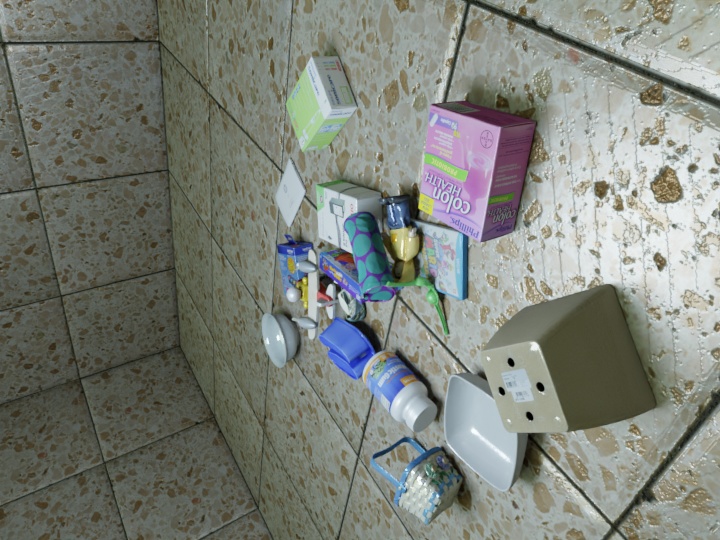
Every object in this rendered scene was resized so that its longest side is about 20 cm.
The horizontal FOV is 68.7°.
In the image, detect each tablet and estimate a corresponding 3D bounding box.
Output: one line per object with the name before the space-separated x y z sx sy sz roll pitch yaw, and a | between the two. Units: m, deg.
tablet | -0.232 -0.250 1.716 0.133 0.013 0.201 63 146 19

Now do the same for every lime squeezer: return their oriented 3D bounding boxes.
lime squeezer | 0.145 0.060 1.169 0.199 0.072 0.037 40 146 -23

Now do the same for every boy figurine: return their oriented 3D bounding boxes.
boy figurine | 0.086 -0.067 1.204 0.123 0.063 0.208 8 107 53

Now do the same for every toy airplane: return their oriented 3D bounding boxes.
toy airplane | -0.145 0.073 1.538 0.201 0.136 0.206 120 142 -54

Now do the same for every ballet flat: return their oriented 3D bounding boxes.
ballet flat | -0.038 0.044 1.477 0.074 0.072 0.206 -23 84 58

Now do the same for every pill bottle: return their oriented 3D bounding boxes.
pill bottle | 0.100 0.304 1.323 0.199 0.109 0.115 41 135 42

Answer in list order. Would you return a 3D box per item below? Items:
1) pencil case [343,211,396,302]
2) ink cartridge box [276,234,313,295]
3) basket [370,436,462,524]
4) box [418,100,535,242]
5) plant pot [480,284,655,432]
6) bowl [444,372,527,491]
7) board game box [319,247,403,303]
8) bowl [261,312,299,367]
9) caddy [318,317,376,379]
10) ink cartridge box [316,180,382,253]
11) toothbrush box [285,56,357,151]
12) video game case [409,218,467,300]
pencil case | 0.018 -0.029 1.206 0.092 0.083 0.206 -39 56 44
ink cartridge box | -0.206 -0.018 1.715 0.135 0.074 0.208 9 109 56
basket | 0.140 0.497 1.294 0.197 0.174 0.144 27 112 33
box | 0.204 -0.186 0.965 0.175 0.094 0.206 37 133 45
plant pot | 0.314 0.164 0.860 0.199 0.173 0.206 -28 80 58
bowl | 0.267 0.326 1.100 0.198 0.073 0.207 31 127 49
board game box | 0.000 0.000 1.334 0.199 0.131 0.046 36 133 45
bowl | -0.283 0.243 1.932 0.200 0.088 0.208 32 129 49
caddy | -0.028 0.215 1.504 0.198 0.104 0.144 25 147 51
ink cartridge box | -0.031 -0.141 1.372 0.198 0.082 0.151 27 125 51
toothbrush box | -0.107 -0.429 1.371 0.199 0.084 0.150 -37 71 57
video game case | 0.162 -0.030 1.172 0.198 0.017 0.148 22 121 53
